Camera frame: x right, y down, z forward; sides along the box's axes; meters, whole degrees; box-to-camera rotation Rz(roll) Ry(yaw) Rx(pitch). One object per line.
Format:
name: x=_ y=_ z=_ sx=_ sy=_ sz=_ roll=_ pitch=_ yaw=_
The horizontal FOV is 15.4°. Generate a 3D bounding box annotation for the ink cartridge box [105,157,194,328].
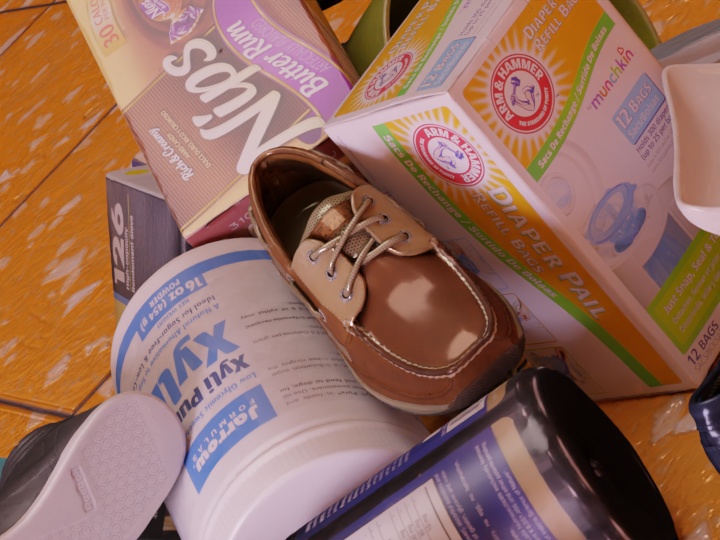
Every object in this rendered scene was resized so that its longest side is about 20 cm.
ink cartridge box: x=-0.111 y=0.044 z=1.525 sx=0.047 sy=0.198 sz=0.200 roll=-8 pitch=11 yaw=-22

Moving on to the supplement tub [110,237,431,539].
supplement tub: x=-0.038 y=0.084 z=1.300 sx=0.132 sy=0.132 sz=0.200 roll=-40 pitch=36 yaw=4

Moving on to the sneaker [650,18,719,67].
sneaker: x=0.184 y=-0.090 z=1.422 sx=0.200 sy=0.071 sz=0.073 roll=-26 pitch=10 yaw=-19

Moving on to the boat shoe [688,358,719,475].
boat shoe: x=0.209 y=0.012 z=1.158 sx=0.084 sy=0.069 sz=0.200 roll=-18 pitch=29 yaw=46

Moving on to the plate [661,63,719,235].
plate: x=0.234 y=-0.051 z=1.161 sx=0.199 sy=0.032 sz=0.200 roll=-2 pitch=20 yaw=5

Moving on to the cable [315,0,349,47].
cable: x=0.000 y=-0.157 z=1.547 sx=0.163 sy=0.051 sz=0.200 roll=-46 pitch=-18 yaw=23

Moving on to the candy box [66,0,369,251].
candy box: x=-0.070 y=-0.105 z=1.410 sx=0.117 sy=0.056 sz=0.200 roll=-34 pitch=52 yaw=7

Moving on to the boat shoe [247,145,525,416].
boat shoe: x=0.000 y=0.000 z=1.224 sx=0.076 sy=0.074 sz=0.200 roll=-44 pitch=36 yaw=-6

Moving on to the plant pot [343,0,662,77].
plant pot: x=0.048 y=-0.072 z=1.509 sx=0.200 sy=0.187 sz=0.187 roll=-40 pitch=14 yaw=52

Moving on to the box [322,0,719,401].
box: x=0.097 y=-0.044 z=1.285 sx=0.101 sy=0.200 sz=0.113 roll=-12 pitch=36 yaw=54

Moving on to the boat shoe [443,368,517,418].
boat shoe: x=0.004 y=-0.001 z=1.409 sx=0.072 sy=0.060 sz=0.202 roll=-39 pitch=64 yaw=-15

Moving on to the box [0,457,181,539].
box: x=-0.133 y=0.139 z=1.380 sx=0.199 sy=0.049 sz=0.082 roll=2 pitch=26 yaw=-1

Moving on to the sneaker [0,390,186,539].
sneaker: x=-0.163 y=0.144 z=1.247 sx=0.200 sy=0.071 sz=0.099 roll=-51 pitch=11 yaw=-20

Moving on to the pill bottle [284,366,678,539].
pill bottle: x=0.031 y=0.139 z=1.161 sx=0.200 sy=0.112 sz=0.112 roll=-36 pitch=21 yaw=15
